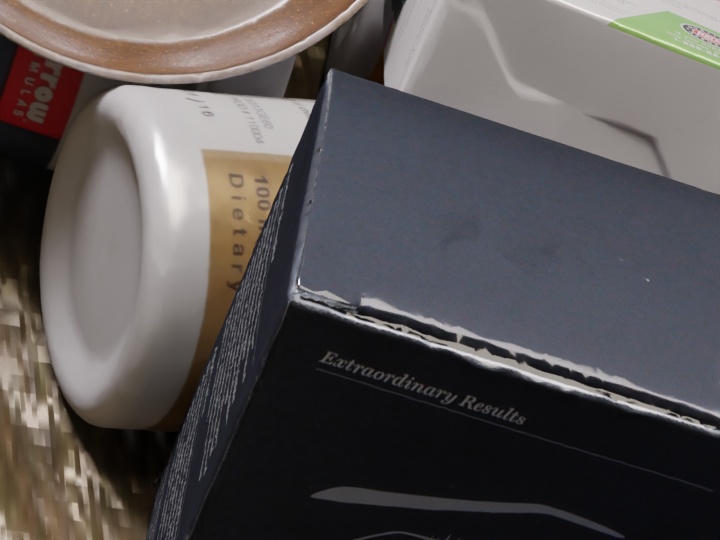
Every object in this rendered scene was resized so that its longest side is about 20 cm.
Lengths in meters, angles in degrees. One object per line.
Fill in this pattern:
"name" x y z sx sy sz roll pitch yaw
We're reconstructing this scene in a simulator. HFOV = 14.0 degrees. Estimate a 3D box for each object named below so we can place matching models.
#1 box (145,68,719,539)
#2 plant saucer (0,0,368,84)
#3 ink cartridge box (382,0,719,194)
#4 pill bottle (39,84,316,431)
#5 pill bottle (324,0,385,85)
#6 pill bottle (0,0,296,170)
"box" 0.023 0.061 0.885 0.147 0.201 0.105 18 40 -9
"plant saucer" -0.071 -0.159 0.994 0.199 0.034 0.202 2 82 -13
"ink cartridge box" 0.071 -0.085 1.028 0.116 0.068 0.200 21 20 -7
"pill bottle" 0.000 0.000 1.010 0.199 0.115 0.115 3 44 -25
"pill bottle" 0.095 -0.089 1.161 0.199 0.112 0.112 18 39 -8
"pill bottle" -0.123 -0.102 1.052 0.199 0.120 0.120 17 40 -9
